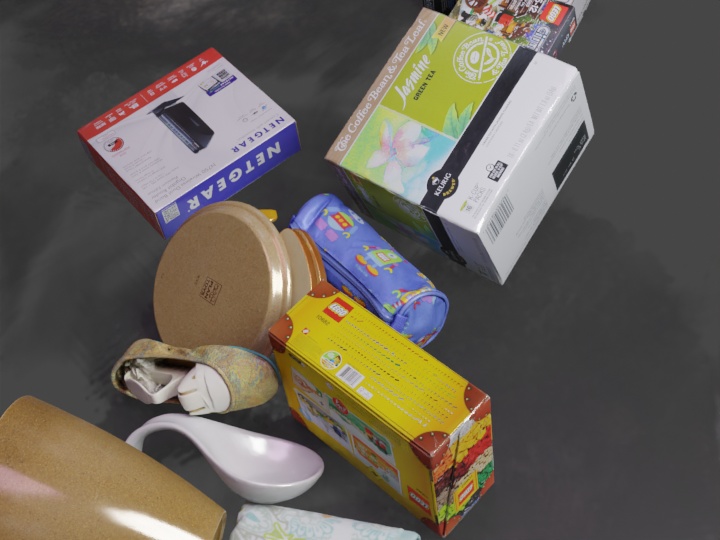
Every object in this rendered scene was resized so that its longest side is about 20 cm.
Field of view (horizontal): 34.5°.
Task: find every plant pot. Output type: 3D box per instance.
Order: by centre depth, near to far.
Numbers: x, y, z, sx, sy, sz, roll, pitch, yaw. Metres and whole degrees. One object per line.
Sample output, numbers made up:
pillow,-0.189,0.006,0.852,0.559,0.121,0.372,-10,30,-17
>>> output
plant pot,-0.223,0.226,0.998,0.198,0.187,0.188,16,55,3

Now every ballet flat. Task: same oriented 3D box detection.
ballet flat,-0.165,0.107,1.107,0.198,0.071,0.071,5,50,39

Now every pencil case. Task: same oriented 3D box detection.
pencil case,0.000,0.000,1.183,0.086,0.079,0.200,-7,40,-45

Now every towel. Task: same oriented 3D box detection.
towel,-0.050,0.300,0.981,0.169,0.048,0.201,8,54,14

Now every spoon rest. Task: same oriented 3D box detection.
spoon rest,-0.131,0.172,1.075,0.198,0.061,0.099,5,15,15

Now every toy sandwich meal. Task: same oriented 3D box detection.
toy sandwich meal,-0.125,0.022,1.175,0.203,0.070,0.208,-5,81,35

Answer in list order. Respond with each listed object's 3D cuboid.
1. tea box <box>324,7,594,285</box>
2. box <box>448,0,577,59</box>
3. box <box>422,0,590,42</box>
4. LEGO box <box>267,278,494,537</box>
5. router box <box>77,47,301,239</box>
tea box,0.106,-0.131,1.207,0.196,0.134,0.201,27,78,28
box,0.146,-0.238,1.342,0.136,0.038,0.201,24,74,25
box,0.188,-0.363,1.450,0.198,0.060,0.117,18,58,21
LEGO box,0.020,0.124,1.042,0.199,0.150,0.077,35,64,29
router box,-0.199,-0.153,1.354,0.199,0.049,0.179,-36,56,-18
